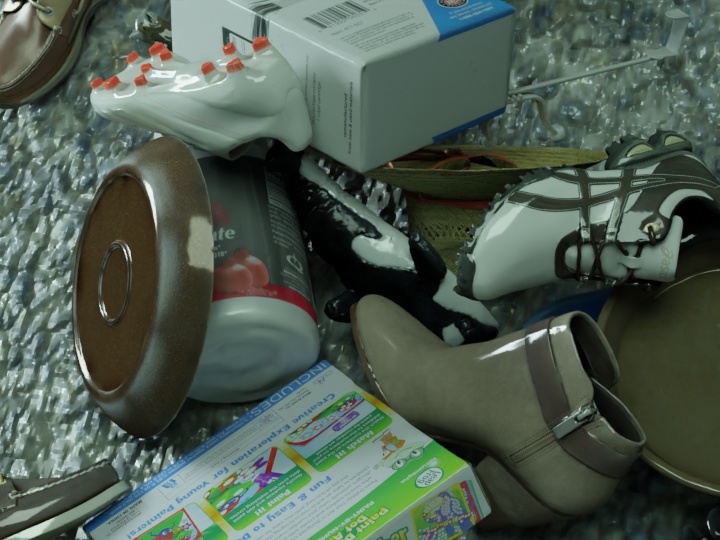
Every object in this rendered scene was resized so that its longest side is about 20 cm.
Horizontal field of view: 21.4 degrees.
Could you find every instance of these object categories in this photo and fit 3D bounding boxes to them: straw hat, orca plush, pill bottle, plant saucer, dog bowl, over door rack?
[{"bbox_3d":[0.075,-0.038,1.322,0.200,0.201,0.086,0,98,6],"label":"straw hat"},{"bbox_3d":[0.000,0.000,1.286,0.071,0.200,0.105,-50,22,-15],"label":"orca plush"},{"bbox_3d":[-0.094,-0.019,1.319,0.110,0.111,0.201,-10,56,-1],"label":"pill bottle"},{"bbox_3d":[-0.150,0.010,1.260,0.032,0.200,0.201,6,50,-29],"label":"plant saucer"},{"bbox_3d":[0.192,0.058,1.274,0.199,0.050,0.112,-12,56,-2],"label":"dog bowl"},{"bbox_3d":[0.247,0.062,1.219,0.199,0.030,0.201,-3,56,5],"label":"plant saucer"},{"bbox_3d":[0.124,-0.166,1.421,0.199,0.067,0.148,-27,50,-28],"label":"over door rack"}]

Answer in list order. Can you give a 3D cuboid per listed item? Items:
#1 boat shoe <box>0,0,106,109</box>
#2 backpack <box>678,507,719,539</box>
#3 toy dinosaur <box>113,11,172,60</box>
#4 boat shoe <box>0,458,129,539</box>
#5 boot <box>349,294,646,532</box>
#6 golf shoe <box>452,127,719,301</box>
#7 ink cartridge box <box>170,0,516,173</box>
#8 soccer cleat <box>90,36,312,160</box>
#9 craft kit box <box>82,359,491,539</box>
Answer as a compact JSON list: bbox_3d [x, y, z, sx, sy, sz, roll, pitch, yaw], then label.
[{"bbox_3d":[-0.246,-0.214,1.489,0.075,0.072,0.201,16,59,16],"label":"boat shoe"},{"bbox_3d":[0.270,0.226,1.104,0.199,0.167,0.127,16,79,12],"label":"backpack"},{"bbox_3d":[-0.076,-0.139,1.433,0.200,0.077,0.102,33,77,19],"label":"toy dinosaur"},{"bbox_3d":[-0.249,0.163,1.231,0.199,0.072,0.060,-25,82,-5],"label":"boat shoe"},{"bbox_3d":[0.091,0.069,1.207,0.070,0.146,0.200,-23,76,-49],"label":"boot"},{"bbox_3d":[0.154,-0.024,1.218,0.199,0.078,0.095,-27,50,-21],"label":"golf shoe"},{"bbox_3d":[-0.015,-0.159,1.311,0.146,0.085,0.200,-25,41,-35],"label":"ink cartridge box"},{"bbox_3d":[-0.112,-0.108,1.281,0.199,0.078,0.069,3,37,48],"label":"soccer cleat"},{"bbox_3d":[-0.050,0.154,1.183,0.200,0.049,0.197,-34,26,-14],"label":"craft kit box"}]
